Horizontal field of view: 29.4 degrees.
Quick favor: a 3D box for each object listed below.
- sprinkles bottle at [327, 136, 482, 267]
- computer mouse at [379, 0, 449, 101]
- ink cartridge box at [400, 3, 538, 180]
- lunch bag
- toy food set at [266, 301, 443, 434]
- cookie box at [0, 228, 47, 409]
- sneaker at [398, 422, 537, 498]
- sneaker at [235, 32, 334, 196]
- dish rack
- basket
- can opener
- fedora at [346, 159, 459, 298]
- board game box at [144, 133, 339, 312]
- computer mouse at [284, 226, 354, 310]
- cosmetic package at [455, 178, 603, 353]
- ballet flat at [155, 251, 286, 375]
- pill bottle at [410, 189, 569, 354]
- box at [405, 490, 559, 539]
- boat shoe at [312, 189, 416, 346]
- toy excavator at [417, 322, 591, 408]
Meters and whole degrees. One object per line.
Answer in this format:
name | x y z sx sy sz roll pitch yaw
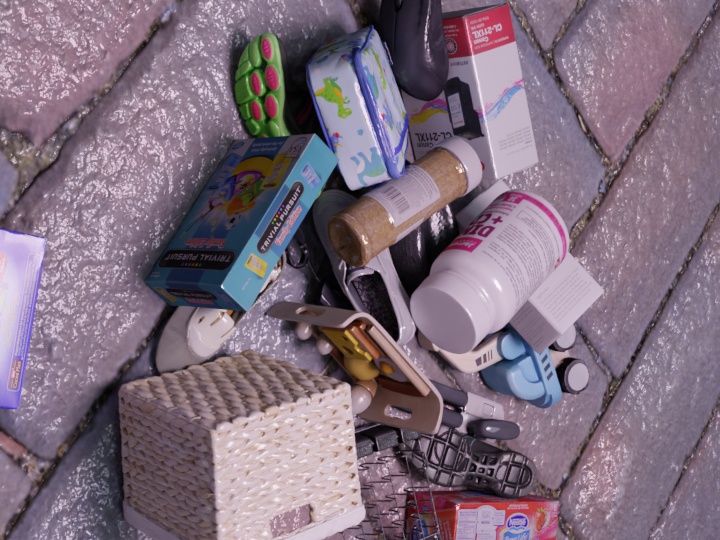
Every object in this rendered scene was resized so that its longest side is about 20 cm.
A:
sprinkles bottle | 0.052 -0.080 1.571 0.199 0.068 0.069 -35 114 -31
computer mouse | 0.051 -0.297 1.636 0.052 0.138 0.203 -22 109 -38
ink cartridge box | 0.127 -0.216 1.696 0.082 0.145 0.203 -23 106 -37
lunch bag | 0.002 -0.185 1.570 0.200 0.081 0.163 -73 146 -71
toy food set | -0.008 0.114 1.594 0.200 0.143 0.061 49 64 -31
cookie box | -0.410 0.032 1.283 0.198 0.075 0.174 13 83 -41
sneaker | 0.129 0.248 1.771 0.198 0.079 0.076 23 82 -19
sneaker | -0.083 -0.179 1.571 0.084 0.076 0.202 -43 126 -43
dish rack | 0.025 0.291 1.657 0.152 0.054 0.203 -14 92 -30
basket | -0.129 0.194 1.444 0.197 0.199 0.163 -14 108 -38
can opener | 0.128 0.178 1.765 0.199 0.066 0.054 23 76 -40
fedora | 0.064 -0.043 1.669 0.199 0.091 0.204 3 86 -48
board game box | -0.129 -0.054 1.475 0.047 0.150 0.201 44 64 -32
computer mouse | -0.042 0.006 1.607 0.201 0.034 0.059 57 46 -40
cosmetic package | 0.203 -0.006 1.760 0.101 0.071 0.200 -38 84 -32
ballet flat | -0.152 0.039 1.516 0.201 0.063 0.068 -53 123 -26
pill bottle | 0.152 0.002 1.620 0.200 0.113 0.114 -44 118 -36
box | 0.158 0.341 1.779 0.198 0.095 0.101 7 89 -41
boat shoe | 0.000 0.000 1.590 0.068 0.071 0.202 -31 99 -77
toy excavator | 0.185 0.112 1.804 0.199 0.099 0.197 -30 109 -27
